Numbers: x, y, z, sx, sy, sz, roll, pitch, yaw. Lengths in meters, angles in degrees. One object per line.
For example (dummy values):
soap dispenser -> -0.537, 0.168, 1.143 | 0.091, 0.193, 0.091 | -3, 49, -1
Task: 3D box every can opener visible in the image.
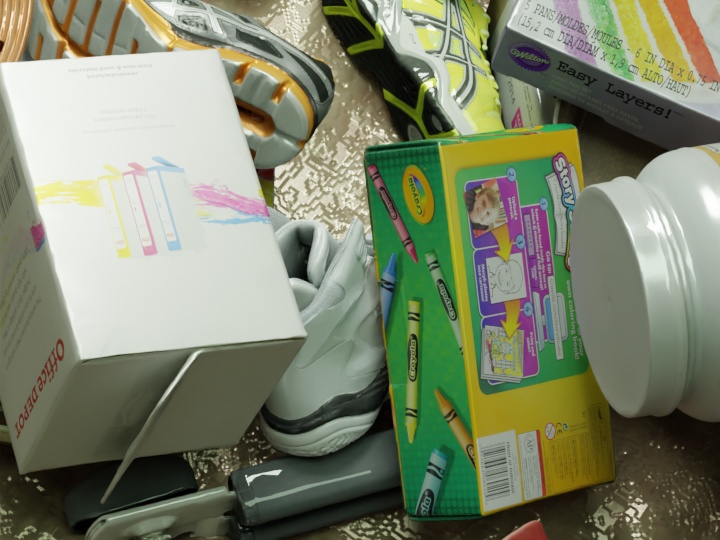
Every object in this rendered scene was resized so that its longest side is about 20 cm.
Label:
can opener -> -0.059, 0.116, 1.600 | 0.200, 0.053, 0.067 | -10, 63, -15

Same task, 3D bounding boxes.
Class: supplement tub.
supplement tub -> 0.222, 0.000, 1.542 | 0.200, 0.145, 0.145 | -10, 64, -13

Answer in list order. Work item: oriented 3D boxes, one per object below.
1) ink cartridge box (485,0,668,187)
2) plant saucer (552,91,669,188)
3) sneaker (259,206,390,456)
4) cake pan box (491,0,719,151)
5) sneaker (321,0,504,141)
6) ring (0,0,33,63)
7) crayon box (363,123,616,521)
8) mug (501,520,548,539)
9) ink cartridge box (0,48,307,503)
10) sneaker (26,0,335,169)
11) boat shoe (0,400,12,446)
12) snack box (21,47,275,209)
ink cartridge box -> 0.172, -0.084, 1.736 | 0.164, 0.075, 0.200 | -4, 63, -13
plant saucer -> 0.202, -0.060, 1.667 | 0.200, 0.035, 0.201 | 4, 63, -9
sneaker -> 0.000, 0.000, 1.618 | 0.075, 0.115, 0.200 | 9, 42, 30
cake pan box -> 0.189, -0.158, 1.668 | 0.200, 0.052, 0.184 | 25, 60, 3
sneaker -> 0.051, -0.122, 1.737 | 0.076, 0.075, 0.200 | -22, 69, -19
ring -> -0.266, -0.121, 1.662 | 0.200, 0.019, 0.201 | -14, 58, 23
crayon box -> 0.071, 0.026, 1.590 | 0.119, 0.058, 0.200 | -9, 93, -48
mug -> 0.125, 0.234, 1.524 | 0.177, 0.133, 0.200 | -38, 76, -23
ink cartridge box -> -0.120, 0.006, 1.523 | 0.125, 0.129, 0.200 | -6, 64, -25
sneaker -> -0.104, -0.120, 1.644 | 0.200, 0.078, 0.077 | 30, 32, 14
boat shoe -> -0.172, 0.054, 1.593 | 0.202, 0.075, 0.075 | -3, 40, -11
snack box -> -0.149, -0.043, 1.665 | 0.200, 0.068, 0.169 | 3, 61, -6
